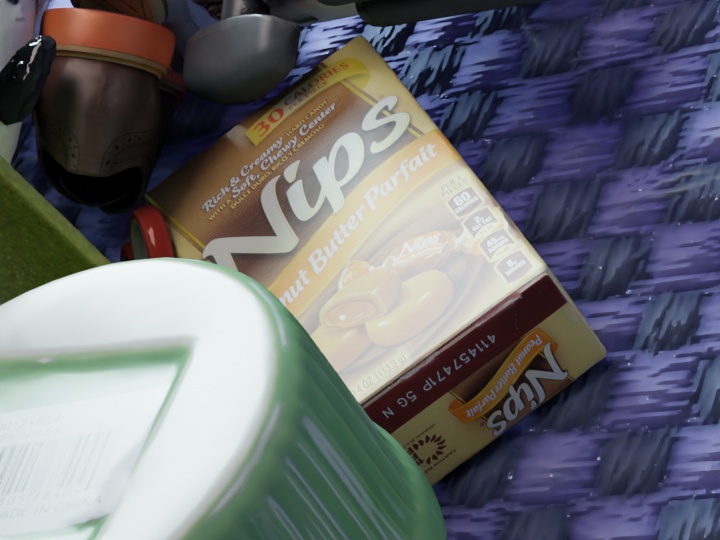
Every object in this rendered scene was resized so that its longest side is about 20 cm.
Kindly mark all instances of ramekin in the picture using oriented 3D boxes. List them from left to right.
[{"bbox_3d":[-0.081,0.088,0.815,0.200,0.098,0.200,-19,36,15],"label":"ramekin"}]

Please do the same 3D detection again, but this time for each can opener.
[{"bbox_3d":[0.003,-0.101,1.012,0.200,0.053,0.067,-3,74,47],"label":"can opener"}]

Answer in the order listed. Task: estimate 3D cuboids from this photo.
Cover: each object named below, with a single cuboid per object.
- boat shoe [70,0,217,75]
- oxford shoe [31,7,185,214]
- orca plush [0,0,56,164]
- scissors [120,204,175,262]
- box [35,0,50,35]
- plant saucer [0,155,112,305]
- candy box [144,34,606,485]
[{"bbox_3d":[-0.092,-0.140,1.112,0.068,0.075,0.200,-49,-6,-8],"label":"boat shoe"},{"bbox_3d":[-0.115,-0.060,1.084,0.071,0.200,0.073,9,85,-1],"label":"oxford shoe"},{"bbox_3d":[-0.164,-0.105,0.999,0.105,0.071,0.200,36,109,60],"label":"orca plush"},{"bbox_3d":[-0.063,0.061,1.003,0.014,0.073,0.200,-11,58,-18],"label":"scissors"},{"bbox_3d":[-0.197,-0.122,1.166,0.200,0.095,0.103,-83,15,-67],"label":"box"},{"bbox_3d":[-0.211,0.015,0.903,0.048,0.200,0.200,-22,27,55],"label":"plant saucer"},{"bbox_3d":[0.000,0.000,0.986,0.115,0.055,0.200,-36,37,2],"label":"candy box"}]
